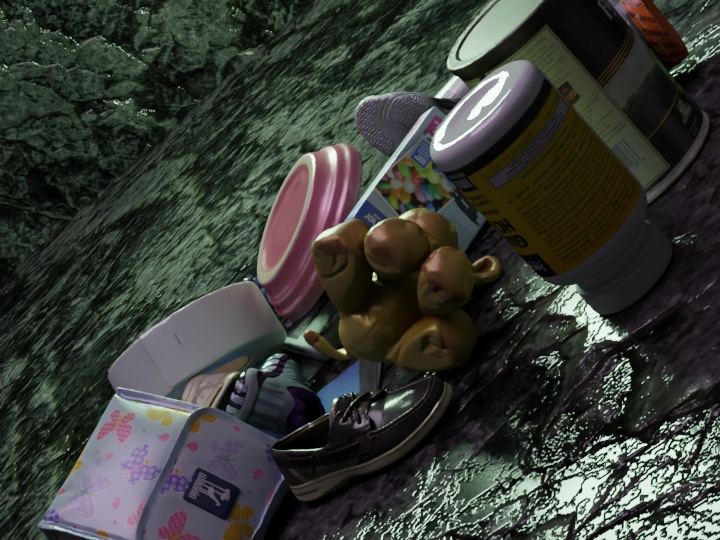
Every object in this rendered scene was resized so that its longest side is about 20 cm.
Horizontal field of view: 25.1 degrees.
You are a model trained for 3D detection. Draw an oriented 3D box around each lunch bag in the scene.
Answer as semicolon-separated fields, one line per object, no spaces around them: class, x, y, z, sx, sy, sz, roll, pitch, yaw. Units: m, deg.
lunch bag;-0.176;0.217;1.538;0.198;0.128;0.170;12;58;27

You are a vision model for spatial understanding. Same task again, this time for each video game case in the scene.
video game case;-0.011;0.016;1.859;0.200;0.023;0.182;-50;17;-11

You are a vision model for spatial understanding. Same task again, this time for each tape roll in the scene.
tape roll;-0.183;0.097;1.818;0.201;0.071;0.203;-32;-11;-7

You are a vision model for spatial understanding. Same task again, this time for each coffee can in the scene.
coffee can;0.195;-0.161;1.453;0.146;0.200;0.147;-40;17;15

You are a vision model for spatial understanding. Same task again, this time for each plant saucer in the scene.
plant saucer;-0.062;-0.048;1.764;0.202;0.050;0.201;-90;26;-50

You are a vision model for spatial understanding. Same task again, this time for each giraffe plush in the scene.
giraffe plush;0.053;0.012;1.534;0.162;0.171;0.201;-48;-19;-47

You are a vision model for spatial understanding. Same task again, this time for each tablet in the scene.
tablet;-0.055;0.165;1.626;0.200;0.014;0.130;-39;17;21

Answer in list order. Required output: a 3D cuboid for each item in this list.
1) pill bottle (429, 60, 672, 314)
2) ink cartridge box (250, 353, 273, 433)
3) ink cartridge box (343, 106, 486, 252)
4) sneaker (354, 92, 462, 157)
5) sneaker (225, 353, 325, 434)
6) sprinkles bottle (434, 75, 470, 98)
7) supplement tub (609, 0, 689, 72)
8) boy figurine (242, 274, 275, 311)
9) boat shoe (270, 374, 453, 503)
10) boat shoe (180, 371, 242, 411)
pill bottle;0.158;-0.062;1.307;0.112;0.200;0.113;-40;16;14
ink cartridge box;-0.161;0.179;1.799;0.199;0.044;0.094;-35;21;32
ink cartridge box;0.064;-0.060;1.675;0.201;0.119;0.042;-54;10;-25
sneaker;0.096;-0.165;1.799;0.114;0.198;0.076;-67;-16;-70
sneaker;-0.072;0.137;1.632;0.200;0.087;0.075;-22;-47;-78
sprinkles bottle;0.136;-0.214;1.962;0.200;0.068;0.068;-47;16;-6
supplement tub;0.218;-0.186;1.597;0.200;0.123;0.123;-40;17;18
boy figurine;-0.058;-0.016;1.898;0.199;0.064;0.125;-37;22;26
boat shoe;-0.005;0.144;1.456;0.200;0.066;0.072;-34;19;34
boat shoe;-0.160;0.195;1.668;0.065;0.072;0.202;-13;51;37
